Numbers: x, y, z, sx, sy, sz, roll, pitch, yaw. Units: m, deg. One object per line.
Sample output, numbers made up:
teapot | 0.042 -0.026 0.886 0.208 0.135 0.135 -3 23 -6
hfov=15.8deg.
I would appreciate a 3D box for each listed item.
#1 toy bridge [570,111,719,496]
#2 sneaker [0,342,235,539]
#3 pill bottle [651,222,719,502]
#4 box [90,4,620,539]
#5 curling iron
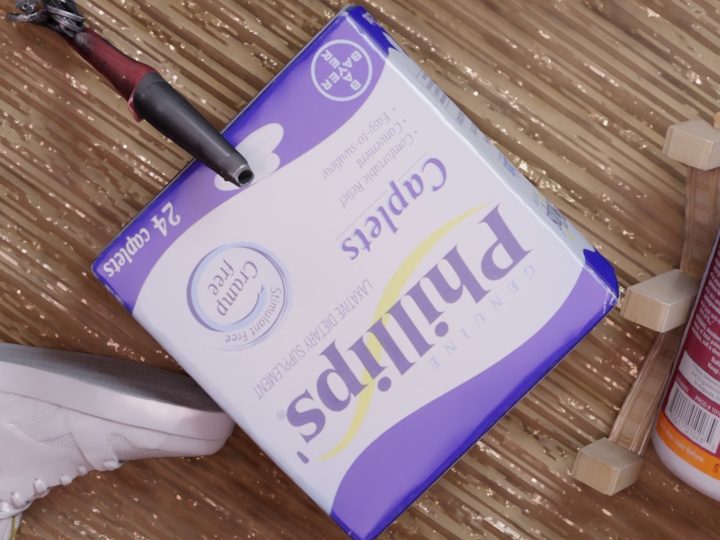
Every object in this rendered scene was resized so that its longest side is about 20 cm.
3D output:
toy bridge | 0.157 0.014 1.317 0.027 0.067 0.200 23 110 26
sneaker | -0.164 0.102 1.344 0.199 0.074 0.116 8 98 11
pill bottle | 0.222 0.014 1.276 0.109 0.110 0.200 16 111 0
box | 0.000 0.000 1.307 0.184 0.105 0.200 -44 93 6
curling iron | -0.114 -0.090 1.279 0.200 0.050 0.026 42 107 38
